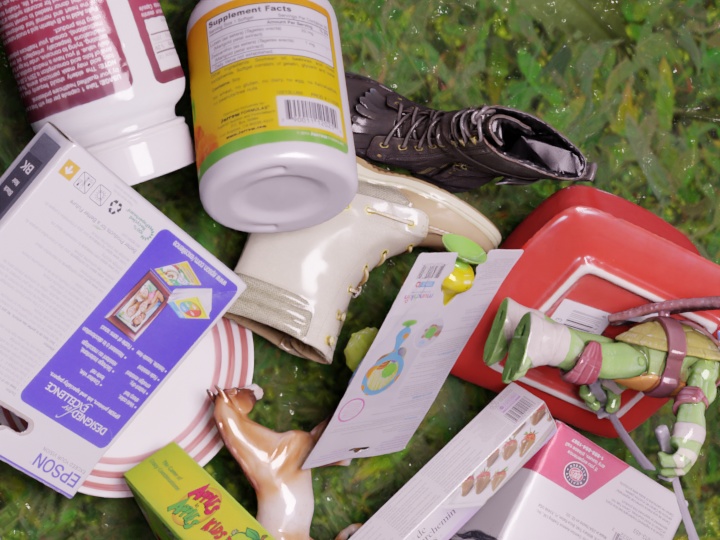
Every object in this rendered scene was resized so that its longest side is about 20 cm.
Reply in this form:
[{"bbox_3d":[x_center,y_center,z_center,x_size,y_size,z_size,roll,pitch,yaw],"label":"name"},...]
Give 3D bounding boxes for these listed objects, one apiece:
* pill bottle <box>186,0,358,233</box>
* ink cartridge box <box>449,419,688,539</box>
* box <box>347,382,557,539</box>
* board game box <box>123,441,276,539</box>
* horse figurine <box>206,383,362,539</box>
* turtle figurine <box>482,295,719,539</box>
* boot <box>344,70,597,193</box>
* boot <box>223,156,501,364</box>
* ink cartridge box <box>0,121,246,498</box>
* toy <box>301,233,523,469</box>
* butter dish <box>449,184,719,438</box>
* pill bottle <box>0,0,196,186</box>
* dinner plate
[{"bbox_3d":[-0.067,-0.138,1.137,0.111,0.111,0.201,4,62,-22],"label":"pill bottle"},{"bbox_3d":[0.149,0.238,1.274,0.145,0.084,0.201,32,78,-19],"label":"ink cartridge box"},{"bbox_3d":[0.065,0.168,1.204,0.200,0.041,0.039,-43,132,-16],"label":"box"},{"bbox_3d":[-0.089,0.206,1.101,0.048,0.200,0.102,-33,122,-17],"label":"board game box"},{"bbox_3d":[-0.044,0.179,1.201,0.132,0.050,0.201,-6,94,-40],"label":"horse figurine"},{"bbox_3d":[0.183,0.103,1.148,0.193,0.144,0.200,19,128,-11],"label":"turtle figurine"},{"bbox_3d":[0.058,-0.107,1.181,0.199,0.174,0.070,17,85,-22],"label":"boot"},{"bbox_3d":[0.000,0.000,1.204,0.199,0.072,0.155,21,73,-15],"label":"boot"},{"bbox_3d":[-0.202,0.033,1.071,0.200,0.043,0.198,-51,136,-4],"label":"ink cartridge box"},{"bbox_3d":[0.028,0.054,1.169,0.115,0.047,0.200,-3,134,-46],"label":"toy"},{"bbox_3d":[0.181,0.008,1.256,0.199,0.200,0.148,23,40,-22],"label":"butter dish"},{"bbox_3d":[-0.190,-0.157,1.112,0.114,0.114,0.201,-20,98,-21],"label":"pill bottle"},{"bbox_3d":[-0.175,0.065,1.170,0.199,0.024,0.201,-1,92,-22],"label":"dinner plate"}]
